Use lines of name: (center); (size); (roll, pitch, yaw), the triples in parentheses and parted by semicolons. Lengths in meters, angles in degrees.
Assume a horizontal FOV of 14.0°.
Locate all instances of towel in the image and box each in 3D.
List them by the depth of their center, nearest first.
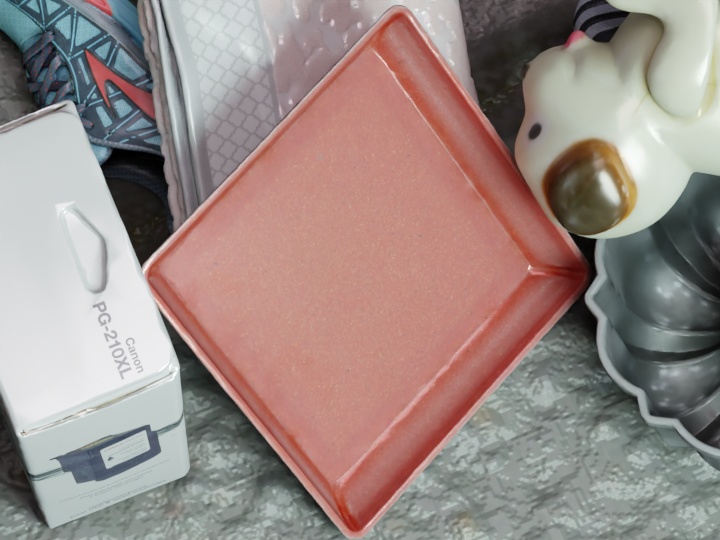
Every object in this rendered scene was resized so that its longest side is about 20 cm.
towel: (-0.021, -0.096, 1.522); (0.190, 0.032, 0.201); (-13, 96, -31)

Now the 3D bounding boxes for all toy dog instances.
toy dog: (0.174, -0.088, 1.492); (0.199, 0.140, 0.195); (-20, 112, 5)

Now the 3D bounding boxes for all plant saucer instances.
plant saucer: (0.000, 0.000, 1.495); (0.200, 0.037, 0.200); (-47, 120, -16)

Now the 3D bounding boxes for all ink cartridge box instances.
ink cartridge box: (-0.146, 0.026, 1.418); (0.084, 0.200, 0.145); (-21, 75, -8)

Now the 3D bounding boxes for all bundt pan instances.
bundt pan: (0.221, 0.023, 1.532); (0.201, 0.076, 0.203); (-5, 63, 10)

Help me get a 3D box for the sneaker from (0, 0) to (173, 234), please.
sneaker: (-0.138, -0.093, 1.533); (0.200, 0.079, 0.096); (36, 71, 4)

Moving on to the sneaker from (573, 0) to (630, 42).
sneaker: (0.211, -0.118, 1.601); (0.199, 0.088, 0.075); (-1, 46, -6)
